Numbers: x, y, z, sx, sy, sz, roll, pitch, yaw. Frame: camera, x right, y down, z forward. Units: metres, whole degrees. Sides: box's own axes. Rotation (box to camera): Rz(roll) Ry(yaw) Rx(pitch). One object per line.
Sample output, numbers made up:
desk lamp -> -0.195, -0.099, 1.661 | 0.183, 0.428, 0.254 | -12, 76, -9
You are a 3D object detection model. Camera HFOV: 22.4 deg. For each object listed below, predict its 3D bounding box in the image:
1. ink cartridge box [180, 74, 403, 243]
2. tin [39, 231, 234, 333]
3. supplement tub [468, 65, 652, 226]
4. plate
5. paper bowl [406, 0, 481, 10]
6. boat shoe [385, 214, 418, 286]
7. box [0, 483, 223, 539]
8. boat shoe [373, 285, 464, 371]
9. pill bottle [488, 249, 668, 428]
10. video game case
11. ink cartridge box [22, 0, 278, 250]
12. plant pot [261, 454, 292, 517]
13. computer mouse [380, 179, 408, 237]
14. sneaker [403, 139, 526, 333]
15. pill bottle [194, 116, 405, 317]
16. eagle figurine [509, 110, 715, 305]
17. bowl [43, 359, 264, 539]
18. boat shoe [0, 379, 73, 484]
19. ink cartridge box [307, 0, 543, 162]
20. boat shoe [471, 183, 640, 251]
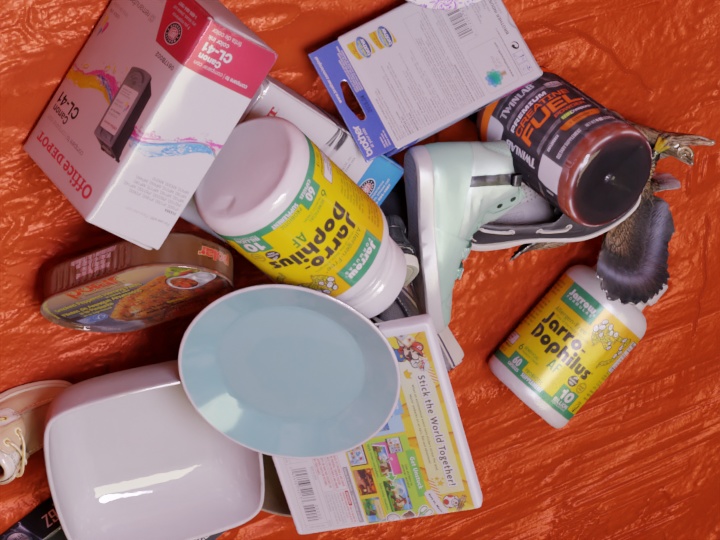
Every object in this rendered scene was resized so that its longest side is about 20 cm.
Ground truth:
ink cartridge box -> -0.079, -0.090, 1.686 | 0.200, 0.086, 0.147 | 30, 99, -43
tin -> -0.200, 0.011, 1.620 | 0.199, 0.042, 0.112 | -17, 157, 36
supplement tub -> 0.183, -0.131, 1.769 | 0.107, 0.200, 0.107 | -20, 129, -26
plate -> -0.062, 0.086, 1.615 | 0.199, 0.026, 0.201 | 4, 127, 6
paper bowl -> 0.070, -0.341, 1.606 | 0.200, 0.104, 0.202 | -19, 130, -24
boat shoe -> -0.002, 0.000, 1.788 | 0.074, 0.066, 0.199 | -2, 161, -19
box -> -0.246, 0.266, 1.844 | 0.200, 0.044, 0.160 | -38, 135, -8
boat shoe -> 0.037, 0.067, 1.889 | 0.093, 0.075, 0.200 | -46, 137, -11
pill bottle -> 0.245, 0.066, 2.017 | 0.200, 0.113, 0.113 | -48, 136, 3
video game case -> 0.002, 0.144, 1.674 | 0.181, 0.023, 0.201 | -10, 114, 14
ink cartridge box -> -0.179, -0.142, 1.533 | 0.085, 0.148, 0.200 | 25, 102, -43
plant pot -> -0.067, 0.123, 1.795 | 0.135, 0.199, 0.201 | -51, 149, -46
computer mouse -> 0.069, -0.068, 1.839 | 0.141, 0.046, 0.200 | -51, 135, 7
sneaker -> 0.106, -0.032, 1.751 | 0.118, 0.074, 0.201 | -10, 121, -13
pill bottle -> -0.046, -0.038, 1.597 | 0.113, 0.113, 0.200 | -47, 135, 1
eagle figurine -> 0.263, -0.065, 1.919 | 0.150, 0.152, 0.201 | 26, 84, -13
bowl -> -0.198, 0.167, 1.715 | 0.199, 0.075, 0.201 | -13, 127, -11
boat shoe -> -0.341, 0.169, 1.686 | 0.199, 0.069, 0.074 | -26, 131, -22
ink cartridge box -> 0.058, -0.190, 1.704 | 0.199, 0.042, 0.120 | -28, 89, -20
boat shoe -> 0.190, -0.069, 1.823 | 0.199, 0.074, 0.060 | -9, 162, -7
